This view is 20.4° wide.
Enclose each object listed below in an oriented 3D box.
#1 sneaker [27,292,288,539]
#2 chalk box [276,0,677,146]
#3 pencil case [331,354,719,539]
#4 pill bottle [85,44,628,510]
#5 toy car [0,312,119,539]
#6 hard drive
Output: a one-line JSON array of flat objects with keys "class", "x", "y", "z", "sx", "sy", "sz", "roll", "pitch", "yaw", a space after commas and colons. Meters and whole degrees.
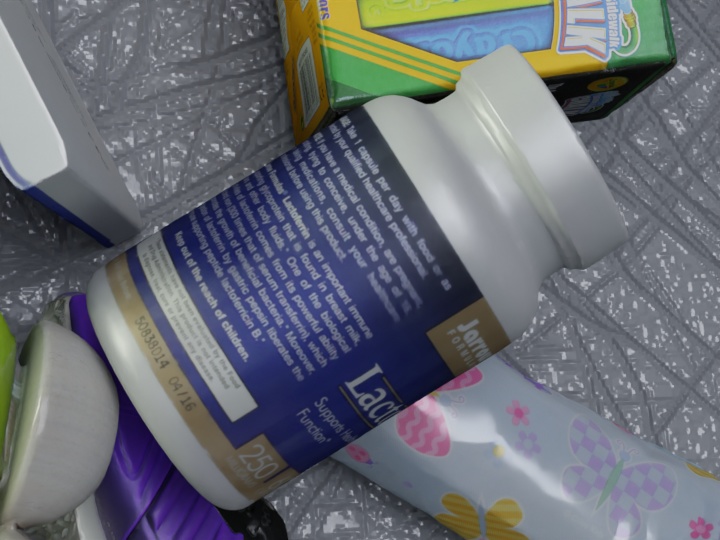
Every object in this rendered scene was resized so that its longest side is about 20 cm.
[{"class": "sneaker", "x": -0.086, "y": 0.104, "z": 0.874, "sx": 0.099, "sy": 0.070, "sz": 0.200, "roll": -10, "pitch": 80, "yaw": -28}, {"class": "chalk box", "x": 0.066, "y": -0.133, "z": 0.909, "sx": 0.200, "sy": 0.125, "sz": 0.124, "roll": -9, "pitch": 84, "yaw": -10}, {"class": "pencil case", "x": 0.071, "y": 0.085, "z": 0.914, "sx": 0.200, "sy": 0.083, "sz": 0.091, "roll": 34, "pitch": 50, "yaw": -5}, {"class": "pill bottle", "x": 0.000, "y": 0.000, "z": 0.810, "sx": 0.200, "sy": 0.116, "sz": 0.116, "roll": -32, "pitch": 86, "yaw": 3}, {"class": "toy car", "x": -0.199, "y": 0.094, "z": 0.793, "sx": 0.175, "sy": 0.150, "sz": 0.200, "roll": 12, "pitch": 76, "yaw": -16}, {"class": "hard drive", "x": -0.142, "y": -0.081, "z": 0.832, "sx": 0.025, "sy": 0.200, "sz": 0.132, "roll": -27, "pitch": 84, "yaw": -1}]
